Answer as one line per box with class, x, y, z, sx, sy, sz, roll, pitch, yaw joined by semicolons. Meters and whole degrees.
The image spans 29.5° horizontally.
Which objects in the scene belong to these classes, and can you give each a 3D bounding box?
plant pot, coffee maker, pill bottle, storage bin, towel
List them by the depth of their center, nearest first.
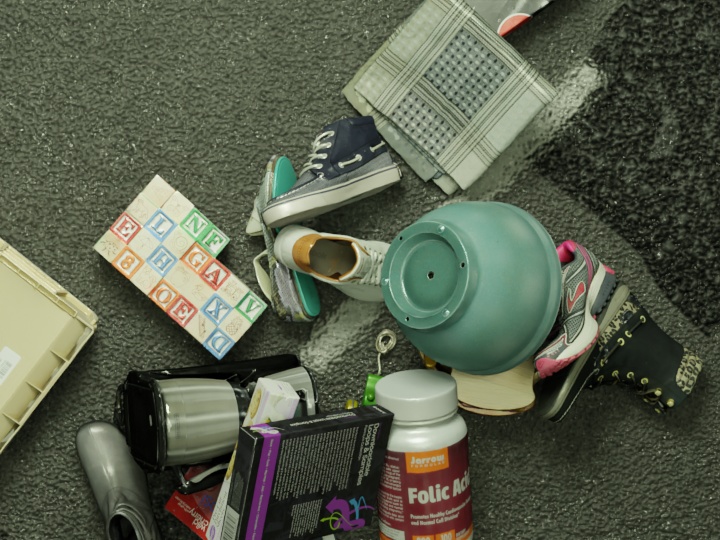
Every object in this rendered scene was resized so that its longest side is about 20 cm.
plant pot;0.106;0.012;1.530;0.199;0.134;0.202;-7;79;37
coffee maker;-0.166;0.155;1.585;0.198;0.192;0.136;-4;115;-25
storage bin;-0.439;0.079;1.587;0.198;0.094;0.200;38;87;-5
pill bottle;0.071;0.226;1.596;0.113;0.114;0.202;-6;106;-4
towel;0.099;-0.205;1.605;0.192;0.035;0.200;43;123;-4

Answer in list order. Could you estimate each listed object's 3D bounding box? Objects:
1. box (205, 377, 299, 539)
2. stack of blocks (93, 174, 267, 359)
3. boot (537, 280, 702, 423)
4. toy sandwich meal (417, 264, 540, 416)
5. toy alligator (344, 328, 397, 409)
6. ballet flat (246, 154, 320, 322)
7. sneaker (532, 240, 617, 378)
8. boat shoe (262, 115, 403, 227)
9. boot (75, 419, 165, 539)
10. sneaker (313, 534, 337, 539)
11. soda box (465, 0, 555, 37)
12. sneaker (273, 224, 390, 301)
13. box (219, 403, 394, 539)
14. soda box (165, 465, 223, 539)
box;-0.119;0.216;1.495;0.038;0.041;0.201;12;107;-26
stack of blocks;-0.203;-0.004;1.621;0.200;0.059;0.115;42;87;-4
boot;0.314;0.130;1.635;0.153;0.073;0.204;39;63;-7
toy sandwich meal;0.155;0.073;1.644;0.203;0.070;0.207;0;91;-5
toy alligator;0.013;0.170;1.642;0.059;0.054;0.202;13;90;-5
ballet flat;-0.102;-0.034;1.628;0.071;0.072;0.202;-11;92;-4
sneaker;0.236;0.048;1.608;0.075;0.200;0.080;43;132;-13
boat shoe;-0.046;-0.118;1.599;0.199;0.075;0.093;-22;87;-40
boot;-0.276;0.271;1.582;0.069;0.132;0.201;-27;93;-3
sneaker;-0.098;0.335;1.625;0.145;0.077;0.204;-16;93;-7
soda box;0.162;-0.316;1.644;0.199;0.063;0.071;-36;93;-3
sneaker;0.000;0.000;1.595;0.199;0.084;0.073;12;95;-33
box;-0.056;0.227;1.495;0.199;0.036;0.144;-3;113;-41
soda box;-0.131;0.303;1.576;0.199;0.063;0.070;32;88;34
